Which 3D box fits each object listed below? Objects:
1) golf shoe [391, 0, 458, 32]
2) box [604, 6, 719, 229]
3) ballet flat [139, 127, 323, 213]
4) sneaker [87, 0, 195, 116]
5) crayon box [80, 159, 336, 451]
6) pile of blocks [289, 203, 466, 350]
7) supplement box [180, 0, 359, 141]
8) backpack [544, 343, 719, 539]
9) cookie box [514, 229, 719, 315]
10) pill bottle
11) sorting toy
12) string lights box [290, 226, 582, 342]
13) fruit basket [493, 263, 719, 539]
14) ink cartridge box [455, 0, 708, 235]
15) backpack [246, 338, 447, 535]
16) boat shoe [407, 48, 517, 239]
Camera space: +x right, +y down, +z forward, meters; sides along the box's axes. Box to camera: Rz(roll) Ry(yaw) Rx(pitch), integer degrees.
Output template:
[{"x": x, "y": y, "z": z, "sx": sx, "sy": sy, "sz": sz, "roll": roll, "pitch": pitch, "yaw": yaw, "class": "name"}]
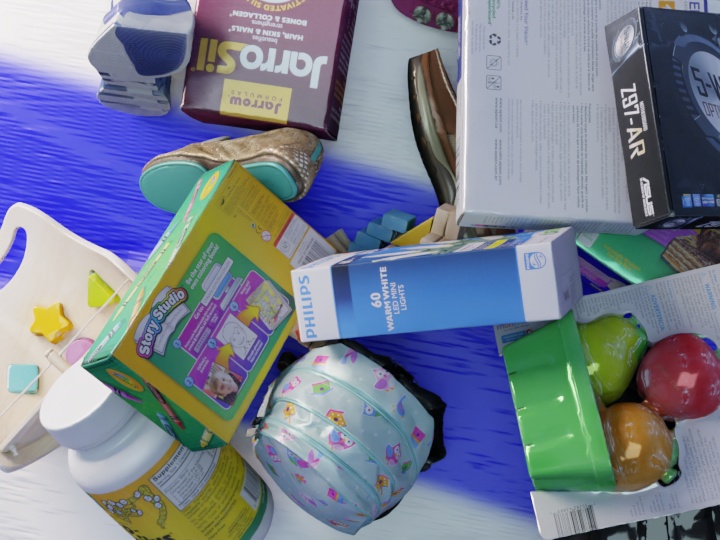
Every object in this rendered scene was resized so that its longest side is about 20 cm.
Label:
[{"x": 0.124, "y": -0.257, "z": 1.148, "sx": 0.200, "sy": 0.092, "sz": 0.075, "roll": -1, "pitch": 131, "yaw": 22, "class": "golf shoe"}, {"x": 0.288, "y": -0.113, "z": 1.022, "sx": 0.200, "sy": 0.044, "sz": 0.161, "roll": 0, "pitch": 79, "yaw": -28, "class": "box"}, {"x": -0.107, "y": -0.086, "z": 1.146, "sx": 0.200, "sy": 0.065, "sz": 0.071, "roll": 2, "pitch": 129, "yaw": 40, "class": "ballet flat"}, {"x": -0.184, "y": -0.212, "z": 1.117, "sx": 0.080, "sy": 0.199, "sz": 0.115, "roll": 7, "pitch": 78, "yaw": -13, "class": "sneaker"}, {"x": -0.116, "y": 0.027, "z": 1.056, "sx": 0.119, "sy": 0.058, "sz": 0.200, "roll": 41, "pitch": 59, "yaw": -22, "class": "crayon box"}, {"x": 0.000, "y": 0.000, "z": 1.122, "sx": 0.200, "sy": 0.062, "sz": 0.082, "roll": -36, "pitch": 89, "yaw": 25, "class": "pile of blocks"}, {"x": -0.071, "y": -0.221, "z": 1.141, "sx": 0.131, "sy": 0.103, "sz": 0.201, "roll": 8, "pitch": 91, "yaw": 3, "class": "supplement box"}, {"x": 0.233, "y": 0.161, "z": 1.090, "sx": 0.177, "sy": 0.151, "sz": 0.201, "roll": -3, "pitch": 82, "yaw": 6, "class": "backpack"}, {"x": 0.254, "y": -0.070, "z": 1.105, "sx": 0.171, "sy": 0.075, "sz": 0.200, "roll": 35, "pitch": 77, "yaw": 4, "class": "cookie box"}, {"x": -0.169, "y": 0.160, "z": 1.103, "sx": 0.113, "sy": 0.113, "sz": 0.200, "roll": -34, "pitch": 122, "yaw": 4, "class": "pill bottle"}, {"x": -0.282, "y": 0.041, "z": 1.168, "sx": 0.180, "sy": 0.107, "sz": 0.200, "roll": 45, "pitch": 94, "yaw": 11, "class": "sorting toy"}, {"x": 0.060, "y": 0.011, "z": 1.013, "sx": 0.200, "sy": 0.103, "sz": 0.059, "roll": -6, "pitch": 96, "yaw": 19, "class": "string lights box"}, {"x": 0.214, "y": 0.097, "z": 1.003, "sx": 0.200, "sy": 0.094, "sz": 0.186, "roll": -12, "pitch": 63, "yaw": 1, "class": "fruit basket"}, {"x": 0.176, "y": -0.128, "z": 1.056, "sx": 0.199, "sy": 0.043, "sz": 0.197, "roll": 4, "pitch": 75, "yaw": -5, "class": "ink cartridge box"}, {"x": -0.011, "y": 0.137, "z": 1.081, "sx": 0.167, "sy": 0.200, "sz": 0.127, "roll": 31, "pitch": 70, "yaw": 1, "class": "backpack"}, {"x": 0.094, "y": -0.094, "z": 1.147, "sx": 0.074, "sy": 0.076, "sz": 0.200, "roll": -17, "pitch": 98, "yaw": -2, "class": "boat shoe"}]
